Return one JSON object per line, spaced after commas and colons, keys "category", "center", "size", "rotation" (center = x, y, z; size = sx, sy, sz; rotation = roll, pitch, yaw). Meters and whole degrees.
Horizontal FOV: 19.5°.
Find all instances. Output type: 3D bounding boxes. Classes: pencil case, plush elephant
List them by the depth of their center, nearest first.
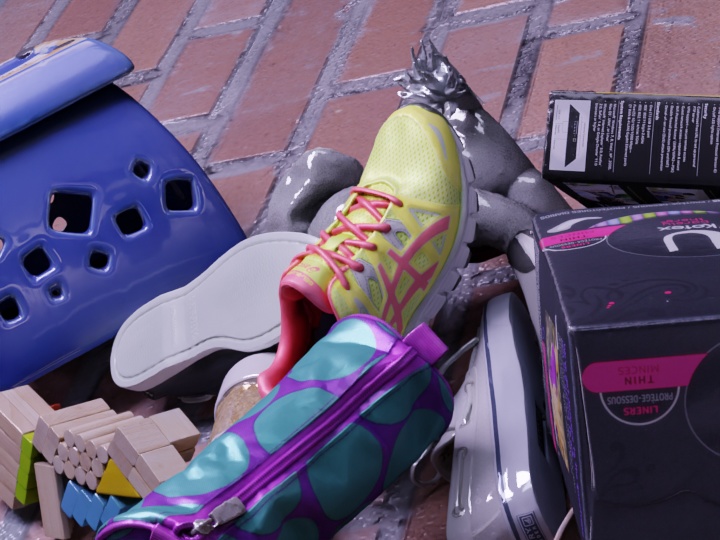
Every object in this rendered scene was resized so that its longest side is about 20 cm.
{"category": "pencil case", "center": [-0.039, 0.105, 1.058], "size": [0.200, 0.085, 0.092], "rotation": [-41, -10, -37]}
{"category": "plush elephant", "center": [0.038, -0.024, 1.291], "size": [0.155, 0.200, 0.165], "rotation": [-42, 38, -1]}

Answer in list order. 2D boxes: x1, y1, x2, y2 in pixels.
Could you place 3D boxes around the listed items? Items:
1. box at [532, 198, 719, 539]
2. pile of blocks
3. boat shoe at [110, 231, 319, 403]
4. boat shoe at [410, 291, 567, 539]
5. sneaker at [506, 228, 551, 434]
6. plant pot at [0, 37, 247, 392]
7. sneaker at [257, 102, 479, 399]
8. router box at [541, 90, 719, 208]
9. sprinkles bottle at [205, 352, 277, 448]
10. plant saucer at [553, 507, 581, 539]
{"category": "box", "center": [0.147, 0.041, 0.953], "size": [0.122, 0.106, 0.200], "rotation": [-5, 15, 1]}
{"category": "pile of blocks", "center": [-0.154, 0.116, 1.252], "size": [0.062, 0.082, 0.200], "rotation": [-14, 14, -40]}
{"category": "boat shoe", "center": [-0.071, 0.031, 1.288], "size": [0.200, 0.060, 0.076], "rotation": [-19, 60, 43]}
{"category": "boat shoe", "center": [0.064, 0.092, 1.162], "size": [0.086, 0.075, 0.202], "rotation": [-21, 35, 16]}
{"category": "sneaker", "center": [0.121, 0.053, 1.134], "size": [0.079, 0.074, 0.200], "rotation": [-45, 45, 19]}
{"category": "plant pot", "center": [-0.217, -0.048, 1.412], "size": [0.200, 0.180, 0.200], "rotation": [-29, 13, -15]}
{"category": "sneaker", "center": [0.000, 0.000, 1.163], "size": [0.078, 0.090, 0.201], "rotation": [15, 89, 47]}
{"category": "router box", "center": [0.196, -0.051, 1.131], "size": [0.149, 0.051, 0.200], "rotation": [4, -7, 21]}
{"category": "sprinkles bottle", "center": [-0.062, 0.128, 1.171], "size": [0.068, 0.068, 0.200], "rotation": [-11, 30, 16]}
{"category": "plant saucer", "center": [0.184, 0.156, 0.960], "size": [0.200, 0.035, 0.201], "rotation": [-4, 45, 4]}
